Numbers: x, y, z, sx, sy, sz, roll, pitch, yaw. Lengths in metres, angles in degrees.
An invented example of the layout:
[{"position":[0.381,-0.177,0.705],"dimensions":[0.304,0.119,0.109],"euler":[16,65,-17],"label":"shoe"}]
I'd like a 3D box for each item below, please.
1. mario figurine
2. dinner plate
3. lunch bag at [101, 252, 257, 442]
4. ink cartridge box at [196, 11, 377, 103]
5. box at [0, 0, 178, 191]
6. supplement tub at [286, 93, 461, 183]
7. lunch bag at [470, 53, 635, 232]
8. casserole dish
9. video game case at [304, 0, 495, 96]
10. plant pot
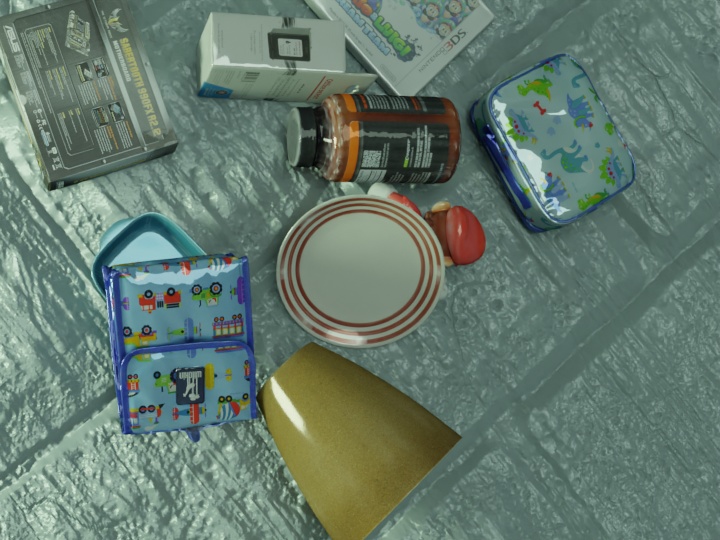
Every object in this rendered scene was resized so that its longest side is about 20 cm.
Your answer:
[{"position":[0.054,-0.034,1.471],"dimensions":[0.198,0.106,0.125],"euler":[2,117,-6],"label":"mario figurine"},{"position":[0.000,0.000,1.415],"dimensions":[0.198,0.024,0.202],"euler":[-2,118,-3],"label":"dinner plate"},{"position":[-0.197,0.089,1.330],"dimensions":[0.149,0.094,0.202],"euler":[-6,96,-18],"label":"lunch bag"},{"position":[-0.089,-0.249,1.428],"dimensions":[0.198,0.116,0.067],"euler":[1,80,-17],"label":"ink cartridge box"},{"position":[-0.318,-0.211,1.389],"dimensions":[0.157,0.048,0.202],"euler":[-20,88,-19],"label":"box"},{"position":[0.014,-0.159,1.448],"dimensions":[0.198,0.107,0.108],"euler":[0,81,-17],"label":"supplement tub"},{"position":[0.240,-0.160,1.528],"dimensions":[0.160,0.082,0.201],"euler":[-30,91,-19],"label":"lunch bag"},{"position":[-0.220,0.026,1.386],"dimensions":[0.200,0.039,0.121],"euler":[46,72,-4],"label":"casserole dish"},{"position":[0.047,-0.339,1.530],"dimensions":[0.200,0.024,0.182],"euler":[47,72,-5],"label":"video game case"},{"position":[-0.018,0.183,1.360],"dimensions":[0.186,0.187,0.200],"euler":[-42,82,-18],"label":"plant pot"}]
